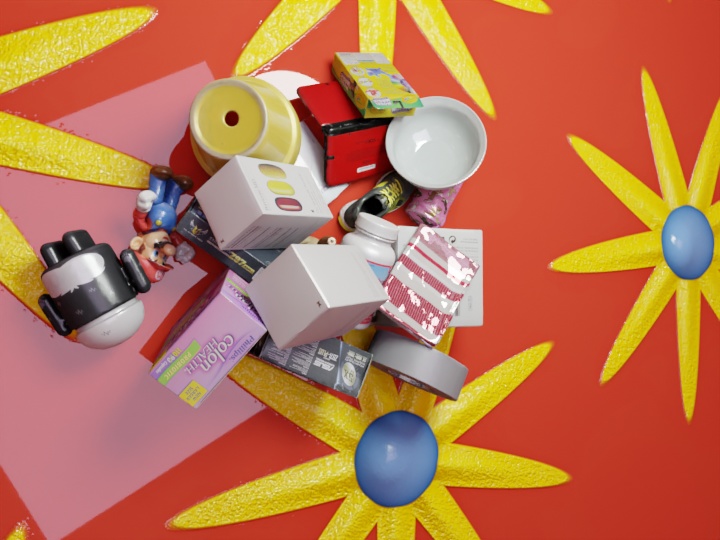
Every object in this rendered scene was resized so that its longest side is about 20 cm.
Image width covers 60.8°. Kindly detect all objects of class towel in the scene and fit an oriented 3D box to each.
[{"bbox_3d":[0.126,0.025,1.145,0.144,0.023,0.201,35,64,-4],"label":"towel"}]

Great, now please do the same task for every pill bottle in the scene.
[{"bbox_3d":[0.000,0.000,1.153,0.108,0.109,0.202,17,104,-21],"label":"pill bottle"}]

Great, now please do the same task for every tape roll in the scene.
[{"bbox_3d":[0.109,0.187,1.207,0.199,0.200,0.067,29,77,-19],"label":"tape roll"}]

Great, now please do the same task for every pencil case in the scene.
[{"bbox_3d":[0.173,-0.183,1.313,0.083,0.086,0.201,40,73,-39],"label":"pencil case"}]

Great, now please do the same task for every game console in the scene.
[{"bbox_3d":[-0.023,-0.285,1.247,0.199,0.118,0.174,-21,127,-36],"label":"game console"}]

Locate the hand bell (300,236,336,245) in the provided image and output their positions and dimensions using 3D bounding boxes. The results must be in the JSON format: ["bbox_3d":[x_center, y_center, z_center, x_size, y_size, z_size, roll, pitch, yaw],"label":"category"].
[{"bbox_3d":[-0.079,-0.035,1.132,0.103,0.200,0.105,3,79,-16],"label":"hand bell"}]

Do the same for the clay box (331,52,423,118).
[{"bbox_3d":[0.032,-0.362,1.214,0.114,0.048,0.201,-9,50,-25],"label":"clay box"}]

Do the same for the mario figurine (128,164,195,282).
[{"bbox_3d":[-0.341,-0.078,1.084,0.122,0.106,0.202,13,81,-23],"label":"mario figurine"}]

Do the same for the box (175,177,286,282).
[{"bbox_3d":[-0.218,-0.064,1.099,0.199,0.158,0.051,38,112,-18],"label":"box"}]

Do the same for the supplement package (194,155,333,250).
[{"bbox_3d":[-0.159,-0.110,1.045,0.199,0.109,0.114,-7,66,-60],"label":"supplement package"}]

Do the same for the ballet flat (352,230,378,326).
[{"bbox_3d":[0.015,0.017,1.238,0.068,0.067,0.202,-7,97,-39],"label":"ballet flat"}]

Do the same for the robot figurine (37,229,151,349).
[{"bbox_3d":[-0.447,0.033,1.027,0.125,0.150,0.201,-37,102,-49],"label":"robot figurine"}]

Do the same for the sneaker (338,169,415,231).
[{"bbox_3d":[0.050,-0.144,1.258,0.200,0.084,0.075,-39,104,-17],"label":"sneaker"}]

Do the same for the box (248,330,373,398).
[{"bbox_3d":[-0.103,0.152,1.141,0.199,0.164,0.087,27,78,-20],"label":"box"}]

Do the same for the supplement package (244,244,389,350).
[{"bbox_3d":[-0.066,0.038,1.013,0.120,0.121,0.199,58,25,15],"label":"supplement package"}]

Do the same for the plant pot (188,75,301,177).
[{"bbox_3d":[-0.208,-0.246,1.067,0.198,0.189,0.203,0,93,-1],"label":"plant pot"}]

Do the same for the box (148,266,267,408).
[{"bbox_3d":[-0.246,0.099,1.037,0.097,0.200,0.176,41,98,-16],"label":"box"}]

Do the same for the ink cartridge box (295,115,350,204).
[{"bbox_3d":[-0.082,-0.225,1.227,0.200,0.057,0.163,-40,102,-14],"label":"ink cartridge box"}]

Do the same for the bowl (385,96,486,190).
[{"bbox_3d":[0.152,-0.242,1.243,0.199,0.090,0.203,-2,73,6],"label":"bowl"}]

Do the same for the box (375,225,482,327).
[{"bbox_3d":[0.137,0.016,1.263,0.197,0.131,0.202,1,86,-22],"label":"box"}]
